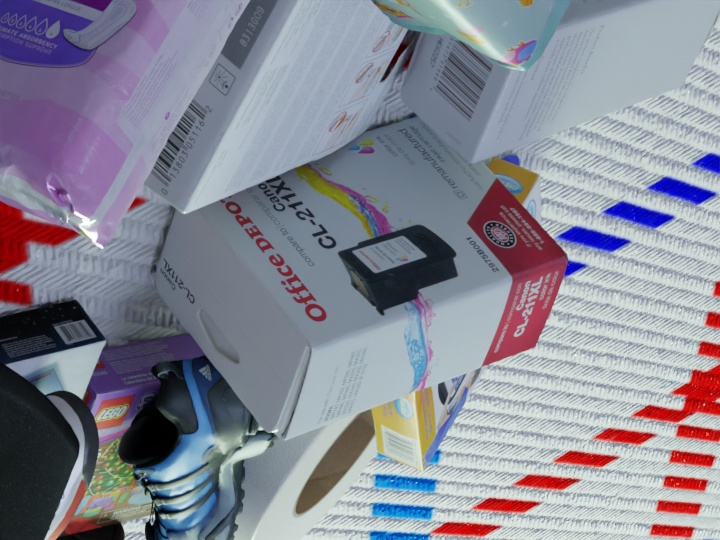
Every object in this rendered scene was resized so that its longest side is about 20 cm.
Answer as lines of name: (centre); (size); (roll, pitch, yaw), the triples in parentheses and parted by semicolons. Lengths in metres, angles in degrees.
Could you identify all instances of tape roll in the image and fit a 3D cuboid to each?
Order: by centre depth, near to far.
tape roll: (-0.024, 0.112, 1.727); (0.203, 0.037, 0.203); (-48, 166, -16)

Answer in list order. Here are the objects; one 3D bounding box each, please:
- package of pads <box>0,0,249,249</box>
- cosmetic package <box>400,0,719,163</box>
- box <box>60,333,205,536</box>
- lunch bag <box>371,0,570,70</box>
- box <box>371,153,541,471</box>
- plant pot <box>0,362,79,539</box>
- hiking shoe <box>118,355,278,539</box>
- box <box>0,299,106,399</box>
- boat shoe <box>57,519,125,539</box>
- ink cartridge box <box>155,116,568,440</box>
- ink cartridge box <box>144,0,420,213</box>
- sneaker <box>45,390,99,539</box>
package of pads: (-0.124, -0.117, 1.178); (0.201, 0.120, 0.076); (-61, 155, -17)
cosmetic package: (0.128, -0.145, 1.557); (0.200, 0.074, 0.102); (-22, 147, -41)
box: (-0.125, 0.101, 1.649); (0.199, 0.039, 0.137); (-10, 139, -44)
lunch bag: (0.064, -0.229, 1.322); (0.201, 0.122, 0.170); (-61, 148, -5)
box: (0.070, 0.020, 1.687); (0.200, 0.041, 0.119); (-55, 158, -26)
plant pot: (-0.259, 0.112, 1.292); (0.177, 0.199, 0.200); (24, 87, -65)
hiking shoe: (-0.113, 0.117, 1.592); (0.086, 0.075, 0.200); (5, 133, -21)
box: (-0.255, 0.095, 1.486); (0.199, 0.038, 0.137); (-13, 142, -40)
boat shoe: (-0.241, 0.207, 1.631); (0.202, 0.075, 0.075); (-13, 149, -40)
ink cartridge box: (0.000, 0.000, 1.542); (0.199, 0.146, 0.083); (-19, 144, -35)
ink cartridge box: (-0.028, -0.127, 1.456); (0.200, 0.047, 0.160); (-29, 154, -55)
sneaker: (-0.240, 0.148, 1.466); (0.201, 0.067, 0.108); (-47, 156, 18)
